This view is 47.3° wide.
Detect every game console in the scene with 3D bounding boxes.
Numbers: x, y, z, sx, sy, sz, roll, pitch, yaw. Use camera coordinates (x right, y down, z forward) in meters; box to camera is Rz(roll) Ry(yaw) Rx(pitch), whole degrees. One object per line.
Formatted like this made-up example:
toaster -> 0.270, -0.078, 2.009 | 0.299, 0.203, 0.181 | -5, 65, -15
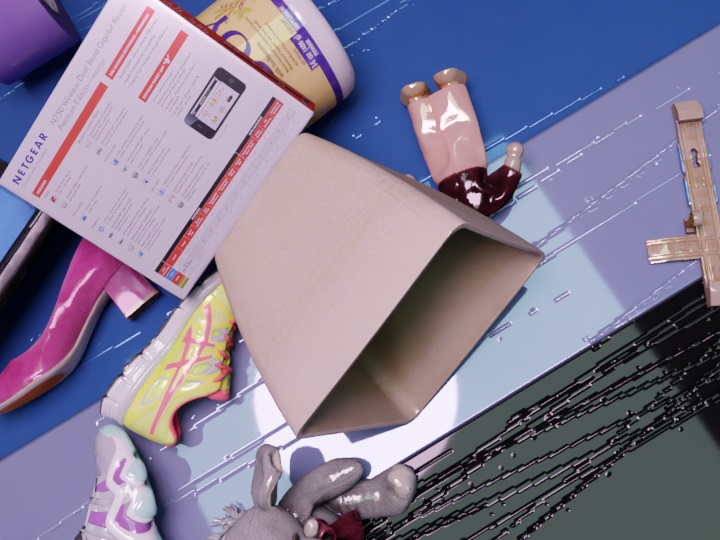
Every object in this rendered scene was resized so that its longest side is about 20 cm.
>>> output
game console -> -0.381, -0.012, 0.787 | 0.116, 0.176, 0.200 | 33, 83, -17

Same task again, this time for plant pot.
plant pot -> 0.000, 0.000, 0.690 | 0.177, 0.200, 0.200 | 43, 106, 25

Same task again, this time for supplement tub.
supplement tub -> -0.121, -0.170, 0.776 | 0.200, 0.145, 0.145 | -39, 77, -4

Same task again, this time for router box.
router box -> -0.165, -0.106, 0.682 | 0.179, 0.049, 0.200 | 35, 104, -13

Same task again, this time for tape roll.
tape roll -> -0.370, -0.289, 0.800 | 0.085, 0.200, 0.200 | -32, 76, -1

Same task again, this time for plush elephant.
plush elephant -> -0.048, 0.232, 0.674 | 0.199, 0.155, 0.165 | 8, 79, 7

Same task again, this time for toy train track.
toy train track -> 0.322, -0.067, 0.765 | 0.114, 0.033, 0.201 | -6, 76, 5

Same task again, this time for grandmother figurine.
grandmother figurine -> 0.100, -0.089, 0.784 | 0.121, 0.061, 0.201 | -19, 78, 30

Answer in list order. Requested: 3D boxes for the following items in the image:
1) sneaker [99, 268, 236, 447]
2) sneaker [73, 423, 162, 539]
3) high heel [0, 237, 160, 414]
sneaker -> -0.146, 0.077, 0.768 | 0.090, 0.078, 0.200 | 39, 88, 2
sneaker -> -0.242, 0.244, 0.712 | 0.139, 0.078, 0.201 | -14, 75, -21
high heel -> -0.295, 0.047, 0.781 | 0.200, 0.067, 0.096 | -41, 87, -9
